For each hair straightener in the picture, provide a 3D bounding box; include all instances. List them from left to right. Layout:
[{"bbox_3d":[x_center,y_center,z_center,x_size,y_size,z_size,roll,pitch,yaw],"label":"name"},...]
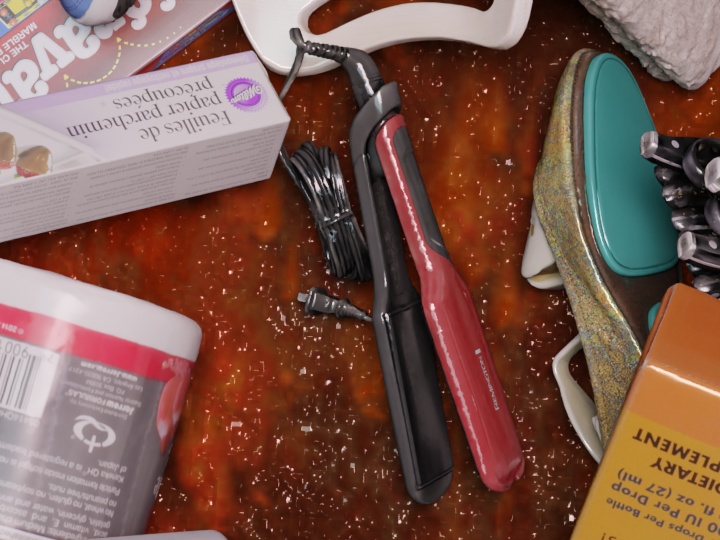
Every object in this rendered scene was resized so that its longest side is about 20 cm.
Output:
[{"bbox_3d":[0.000,0.000,1.000,0.077,0.041,0.201,-16,99,31],"label":"hair straightener"}]

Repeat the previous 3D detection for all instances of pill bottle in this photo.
[{"bbox_3d":[-0.140,0.101,0.982,0.110,0.111,0.201,16,86,6],"label":"pill bottle"}]

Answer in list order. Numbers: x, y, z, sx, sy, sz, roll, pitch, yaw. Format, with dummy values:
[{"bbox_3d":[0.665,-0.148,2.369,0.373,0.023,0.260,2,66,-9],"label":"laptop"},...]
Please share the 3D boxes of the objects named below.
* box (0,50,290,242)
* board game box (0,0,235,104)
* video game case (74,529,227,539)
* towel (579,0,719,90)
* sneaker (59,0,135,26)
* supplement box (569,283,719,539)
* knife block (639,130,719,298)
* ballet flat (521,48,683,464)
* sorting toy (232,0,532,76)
[{"bbox_3d":[-0.125,-0.041,0.967,0.199,0.042,0.039,-15,60,-26],"label":"box"},{"bbox_3d":[-0.140,-0.109,1.050,0.200,0.019,0.103,-37,84,0],"label":"board game box"},{"bbox_3d":[-0.147,0.191,0.924,0.199,0.024,0.183,-3,107,-20],"label":"video game case"},{"bbox_3d":[0.110,-0.162,0.952,0.034,0.200,0.133,20,83,38],"label":"towel"},{"bbox_3d":[-0.136,-0.191,0.984,0.077,0.076,0.201,-23,107,-30],"label":"sneaker"},{"bbox_3d":[0.110,0.109,0.934,0.066,0.069,0.201,21,123,7],"label":"supplement box"},{"bbox_3d":[0.208,-0.040,0.931,0.199,0.176,0.064,-17,63,3],"label":"knife block"},{"bbox_3d":[0.100,0.013,0.999,0.070,0.071,0.201,-18,81,3],"label":"ballet flat"},{"bbox_3d":[0.006,-0.172,0.992,0.199,0.107,0.181,-4,90,30],"label":"sorting toy"}]
